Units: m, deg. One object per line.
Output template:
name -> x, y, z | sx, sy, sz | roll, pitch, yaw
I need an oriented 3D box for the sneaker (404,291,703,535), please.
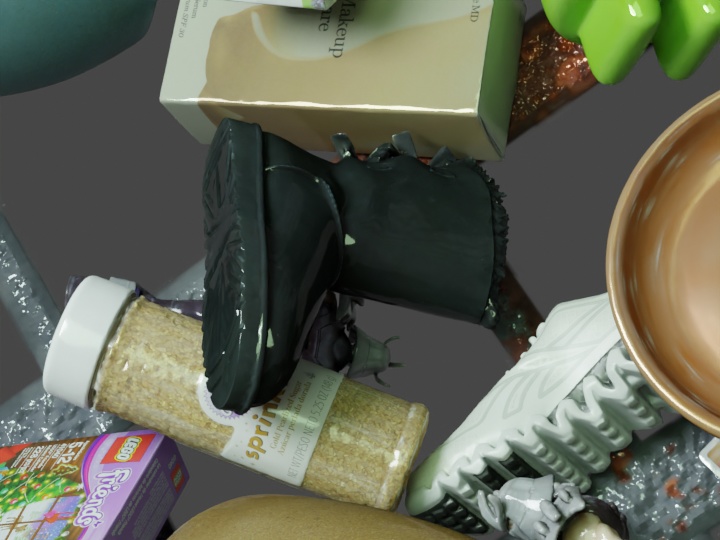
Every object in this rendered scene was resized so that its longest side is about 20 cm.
sneaker -> 0.106, 0.069, 0.881 | 0.199, 0.075, 0.081 | -35, 46, 7

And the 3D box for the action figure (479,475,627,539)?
action figure -> 0.142, 0.160, 0.791 | 0.199, 0.130, 0.070 | 31, 100, 6

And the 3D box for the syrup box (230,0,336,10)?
syrup box -> -0.021, -0.225, 0.946 | 0.078, 0.082, 0.200 | 8, 35, 20

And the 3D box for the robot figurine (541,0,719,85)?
robot figurine -> 0.147, -0.207, 0.924 | 0.174, 0.116, 0.201 | -5, 67, -12

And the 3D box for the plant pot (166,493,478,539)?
plant pot -> 0.013, 0.189, 0.755 | 0.199, 0.185, 0.188 | -18, 62, 53

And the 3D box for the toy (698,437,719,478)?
toy -> 0.277, 0.117, 0.812 | 0.115, 0.047, 0.200 | -45, 64, 0

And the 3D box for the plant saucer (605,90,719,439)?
plant saucer -> 0.220, -0.003, 0.794 | 0.199, 0.037, 0.202 | -7, 68, 17

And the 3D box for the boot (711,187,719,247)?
boot -> 0.250, -0.001, 0.837 | 0.145, 0.070, 0.201 | 3, 55, 7

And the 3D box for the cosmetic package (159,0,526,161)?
cosmetic package -> -0.009, -0.128, 0.975 | 0.198, 0.071, 0.106 | 3, 73, 19

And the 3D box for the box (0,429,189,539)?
box -> -0.190, 0.163, 0.884 | 0.136, 0.039, 0.200 | -8, 28, 22

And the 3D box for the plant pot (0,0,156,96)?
plant pot -> -0.195, -0.199, 1.013 | 0.134, 0.200, 0.202 | 5, 71, -18

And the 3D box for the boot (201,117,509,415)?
boot -> 0.000, 0.001, 0.871 | 0.161, 0.074, 0.199 | 12, 43, -17

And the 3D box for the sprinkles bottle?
sprinkles bottle -> -0.065, 0.068, 0.874 | 0.199, 0.068, 0.069 | 21, 79, 2

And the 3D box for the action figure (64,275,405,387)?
action figure -> -0.072, 0.041, 0.945 | 0.198, 0.069, 0.131 | 6, 67, 6
